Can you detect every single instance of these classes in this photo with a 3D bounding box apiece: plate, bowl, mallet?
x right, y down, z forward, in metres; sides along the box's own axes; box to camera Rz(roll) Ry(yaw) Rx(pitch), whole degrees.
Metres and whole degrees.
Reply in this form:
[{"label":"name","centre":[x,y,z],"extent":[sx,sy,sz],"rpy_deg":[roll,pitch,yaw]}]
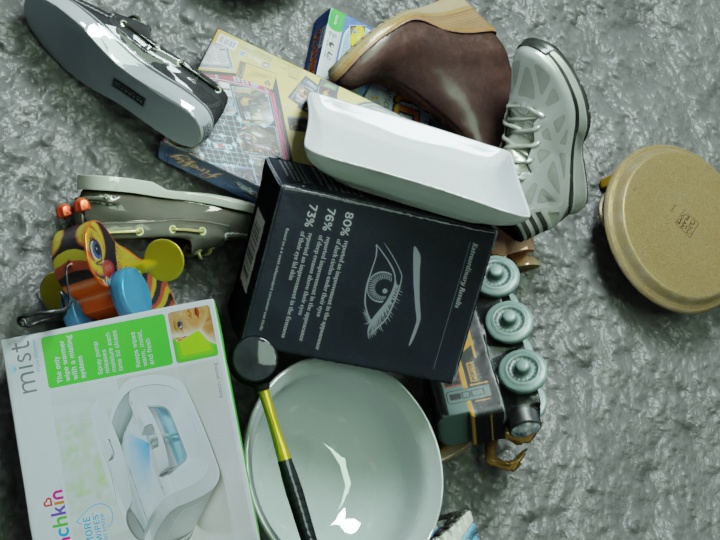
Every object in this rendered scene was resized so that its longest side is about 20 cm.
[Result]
[{"label":"plate","centre":[0.043,-0.093,1.504],"extent":[0.199,0.200,0.032],"rpy_deg":[17,109,-7]},{"label":"bowl","centre":[-0.033,0.181,1.504],"extent":[0.201,0.090,0.202],"rpy_deg":[11,68,-30]},{"label":"mallet","centre":[-0.064,0.147,1.397],"extent":[0.041,0.066,0.201],"rpy_deg":[-17,79,-8]}]

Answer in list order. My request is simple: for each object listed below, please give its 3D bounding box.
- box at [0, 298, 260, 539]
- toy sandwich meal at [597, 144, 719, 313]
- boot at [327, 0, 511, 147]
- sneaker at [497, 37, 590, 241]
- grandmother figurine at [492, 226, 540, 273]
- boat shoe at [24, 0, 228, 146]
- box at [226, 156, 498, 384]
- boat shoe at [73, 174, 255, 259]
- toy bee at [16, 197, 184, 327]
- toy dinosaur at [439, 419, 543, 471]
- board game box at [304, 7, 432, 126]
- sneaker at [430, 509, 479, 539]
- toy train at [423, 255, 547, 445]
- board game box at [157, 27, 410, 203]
[{"label":"box","centre":[-0.183,0.142,1.376],"extent":[0.176,0.097,0.201],"rpy_deg":[-10,77,-5]},{"label":"toy sandwich meal","centre":[0.332,-0.040,1.830],"extent":[0.205,0.070,0.206],"rpy_deg":[8,71,-25]},{"label":"boot","centre":[0.079,-0.171,1.656],"extent":[0.200,0.072,0.167],"rpy_deg":[-31,87,-36]},{"label":"sneaker","centre":[0.157,-0.112,1.626],"extent":[0.115,0.076,0.201],"rpy_deg":[-37,131,-31]},{"label":"grandmother figurine","centre":[0.139,-0.098,1.730],"extent":[0.121,0.060,0.201],"rpy_deg":[2,75,-41]},{"label":"boat shoe","centre":[-0.203,-0.192,1.521],"extent":[0.200,0.070,0.066],"rpy_deg":[35,54,2]},{"label":"box","centre":[0.000,0.000,1.497],"extent":[0.199,0.104,0.148],"rpy_deg":[13,105,-14]},{"label":"boat shoe","centre":[-0.161,-0.042,1.514],"extent":[0.201,0.072,0.061],"rpy_deg":[9,87,-35]},{"label":"toy bee","centre":[-0.210,-0.003,1.415],"extent":[0.130,0.200,0.109],"rpy_deg":[-10,77,0]},{"label":"toy dinosaur","centre":[0.109,0.150,1.639],"extent":[0.106,0.060,0.200],"rpy_deg":[32,56,14]},{"label":"board game box","centre":[0.002,-0.140,1.669],"extent":[0.135,0.034,0.201],"rpy_deg":[22,63,-24]},{"label":"sneaker","centre":[0.054,0.301,1.529],"extent":[0.200,0.078,0.090],"rpy_deg":[-39,99,-35]},{"label":"toy train","centre":[0.107,0.071,1.611],"extent":[0.114,0.085,0.201],"rpy_deg":[-12,58,-3]},{"label":"board game box","centre":[-0.070,-0.122,1.581],"extent":[0.200,0.035,0.136],"rpy_deg":[25,63,-4]}]
